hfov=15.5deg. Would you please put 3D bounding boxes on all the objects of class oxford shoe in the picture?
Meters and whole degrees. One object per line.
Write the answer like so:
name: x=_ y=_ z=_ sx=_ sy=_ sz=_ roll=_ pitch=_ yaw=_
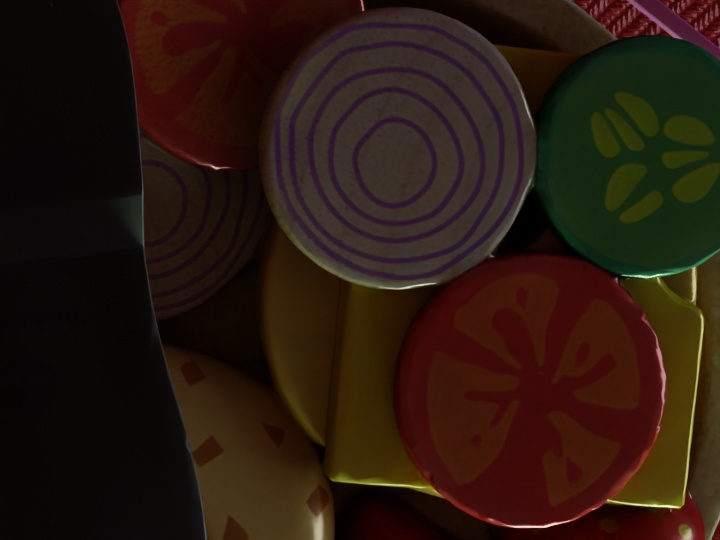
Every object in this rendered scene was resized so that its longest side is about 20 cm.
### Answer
oxford shoe: x=-0.066 y=0.039 z=0.499 sx=0.071 sy=0.071 sz=0.201 roll=123 pitch=-32 yaw=-74

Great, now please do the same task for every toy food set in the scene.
toy food set: x=-0.005 y=0.019 z=0.587 sx=0.049 sy=0.198 sz=0.200 roll=-154 pitch=-111 yaw=-79

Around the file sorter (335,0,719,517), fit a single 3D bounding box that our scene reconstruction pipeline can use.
file sorter: x=0.000 y=0.000 z=0.682 sx=0.200 sy=0.125 sz=0.139 roll=-52 pitch=-175 yaw=1
